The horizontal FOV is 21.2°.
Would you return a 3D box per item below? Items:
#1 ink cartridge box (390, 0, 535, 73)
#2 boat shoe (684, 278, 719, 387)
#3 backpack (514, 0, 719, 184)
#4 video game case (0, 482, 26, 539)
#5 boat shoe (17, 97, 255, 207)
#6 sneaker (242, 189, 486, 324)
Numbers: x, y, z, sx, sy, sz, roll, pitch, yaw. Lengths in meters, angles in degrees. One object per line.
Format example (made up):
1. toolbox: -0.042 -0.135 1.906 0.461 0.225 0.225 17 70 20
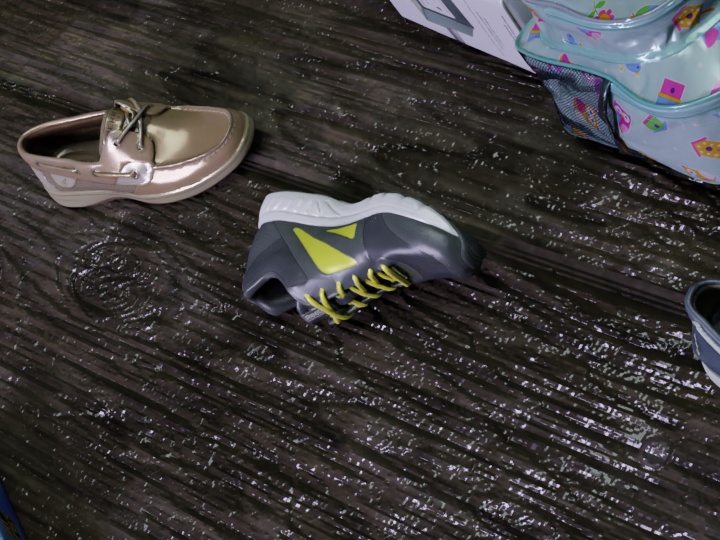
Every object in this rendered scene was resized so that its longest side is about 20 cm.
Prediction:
1. ink cartridge box: 0.106 -0.234 1.348 0.146 0.084 0.200 -47 37 -7
2. boat shoe: 0.262 0.056 1.055 0.075 0.062 0.199 -47 45 -9
3. backpack: 0.210 -0.154 1.188 0.176 0.154 0.200 -45 47 -10
4. video game case: -0.309 0.234 1.322 0.181 0.045 0.200 -40 45 3
5. boat shoe: -0.174 -0.094 1.462 0.198 0.065 0.072 -10 52 28
6. sneaker: 0.000 0.000 1.279 0.199 0.074 0.085 4 65 46
